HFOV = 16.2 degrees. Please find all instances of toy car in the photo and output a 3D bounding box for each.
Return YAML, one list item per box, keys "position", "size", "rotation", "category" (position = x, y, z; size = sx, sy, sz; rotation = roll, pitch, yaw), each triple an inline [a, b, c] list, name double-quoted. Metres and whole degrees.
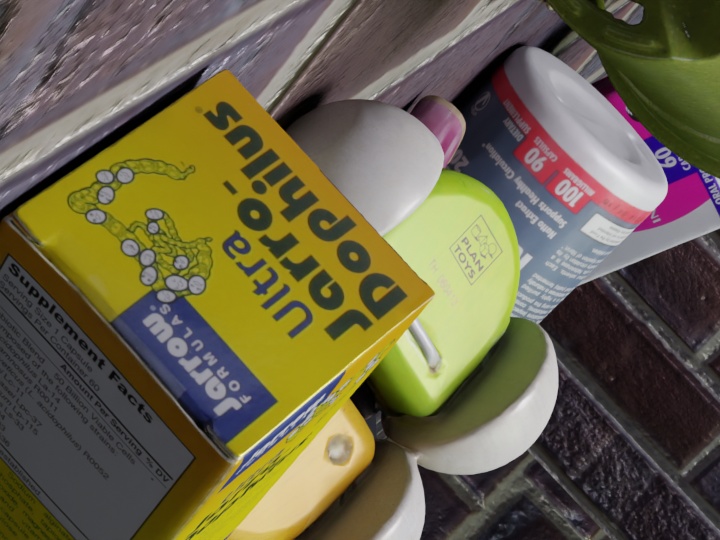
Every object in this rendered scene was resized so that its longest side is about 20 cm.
- position: [-0.026, 0.030, 1.087]
  size: [0.200, 0.175, 0.150]
  rotation: [-42, -151, -17]
  category: "toy car"

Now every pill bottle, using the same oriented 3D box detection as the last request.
- position: [0.066, -0.018, 1.440]
  size: [0.200, 0.120, 0.120]
  rotation: [-46, 174, 17]
  category: "pill bottle"

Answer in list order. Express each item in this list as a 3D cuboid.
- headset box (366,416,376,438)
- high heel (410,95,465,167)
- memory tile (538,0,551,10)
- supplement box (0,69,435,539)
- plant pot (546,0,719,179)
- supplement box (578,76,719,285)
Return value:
- position: [-0.077, 0.127, 1.278]
  size: [0.200, 0.093, 0.174]
  rotation: [-46, -157, 25]
  category: "headset box"
- position: [0.000, 0.000, 1.318]
  size: [0.096, 0.067, 0.200]
  rotation: [-52, 176, -38]
  category: "high heel"
- position: [0.170, -0.215, 1.260]
  size: [0.200, 0.017, 0.153]
  rotation: [-49, 173, 38]
  category: "memory tile"
- position: [-0.081, 0.043, 0.886]
  size: [0.109, 0.109, 0.200]
  rotation: [-39, 173, -38]
  category: "supplement box"
- position: [0.149, -0.133, 0.974]
  size: [0.200, 0.200, 0.190]
  rotation: [-45, 163, 17]
  category: "plant pot"
- position: [0.148, -0.058, 1.545]
  size: [0.199, 0.102, 0.103]
  rotation: [-24, -173, 39]
  category: "supplement box"
